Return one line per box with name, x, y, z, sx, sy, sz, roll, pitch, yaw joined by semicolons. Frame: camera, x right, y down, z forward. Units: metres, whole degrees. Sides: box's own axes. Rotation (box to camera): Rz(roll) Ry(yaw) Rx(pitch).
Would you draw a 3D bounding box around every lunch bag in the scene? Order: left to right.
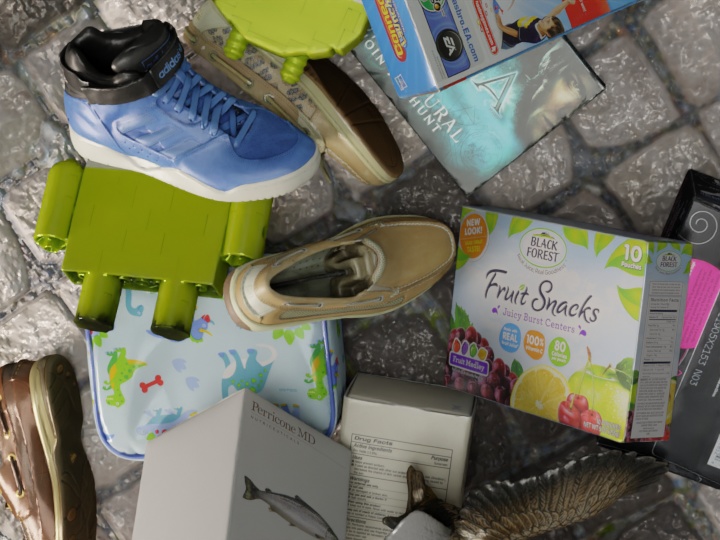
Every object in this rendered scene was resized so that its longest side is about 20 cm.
lunch bag;-0.113;0.070;1.420;0.199;0.082;0.161;-4;101;9

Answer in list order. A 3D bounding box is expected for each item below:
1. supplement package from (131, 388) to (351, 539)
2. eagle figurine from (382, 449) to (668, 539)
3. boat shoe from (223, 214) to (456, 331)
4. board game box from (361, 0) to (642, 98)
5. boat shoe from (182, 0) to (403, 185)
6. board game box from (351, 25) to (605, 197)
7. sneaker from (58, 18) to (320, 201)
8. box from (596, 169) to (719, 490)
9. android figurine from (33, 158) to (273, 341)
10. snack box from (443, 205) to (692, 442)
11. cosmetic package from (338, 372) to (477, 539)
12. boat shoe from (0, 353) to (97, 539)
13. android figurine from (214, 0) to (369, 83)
supplement package;-0.090;0.211;1.324;0.117;0.200;0.117;33;133;-32
eagle figurine;0.120;0.200;1.326;0.200;0.151;0.152;6;149;28
boat shoe;0.000;0.000;1.338;0.076;0.200;0.072;-26;86;56
board game box;0.082;-0.248;1.276;0.196;0.056;0.200;-26;100;-28
boat shoe;-0.049;-0.133;1.376;0.200;0.073;0.063;48;111;7
board game box;0.072;-0.175;1.366;0.135;0.028;0.200;-38;95;15
sneaker;-0.127;-0.122;1.311;0.199;0.077;0.111;15;139;20
box;0.269;0.045;1.343;0.132;0.115;0.200;20;107;2
android figurine;-0.154;-0.048;1.376;0.182;0.041;0.201;7;71;14
snack box;0.146;0.034;1.318;0.053;0.200;0.143;3;96;-37
cosmetic package;0.028;0.190;1.432;0.105;0.071;0.201;10;104;5
boat shoe;-0.260;0.169;1.474;0.067;0.072;0.201;-5;96;15
android figurine;-0.035;-0.237;1.314;0.182;0.041;0.200;21;92;3
